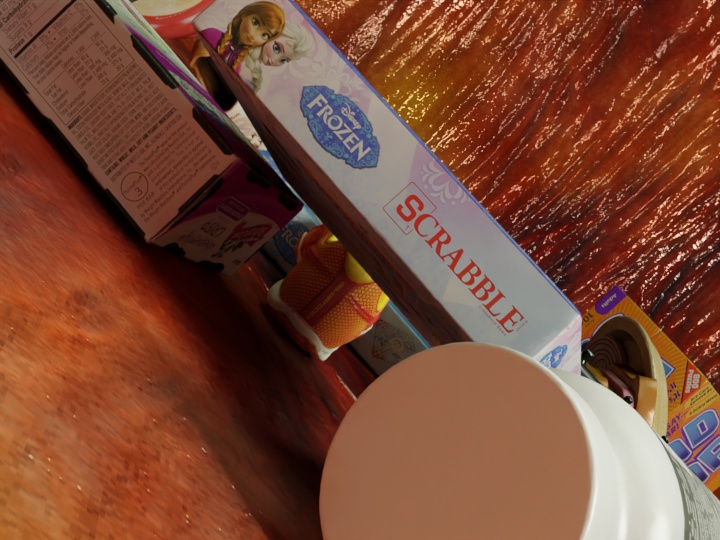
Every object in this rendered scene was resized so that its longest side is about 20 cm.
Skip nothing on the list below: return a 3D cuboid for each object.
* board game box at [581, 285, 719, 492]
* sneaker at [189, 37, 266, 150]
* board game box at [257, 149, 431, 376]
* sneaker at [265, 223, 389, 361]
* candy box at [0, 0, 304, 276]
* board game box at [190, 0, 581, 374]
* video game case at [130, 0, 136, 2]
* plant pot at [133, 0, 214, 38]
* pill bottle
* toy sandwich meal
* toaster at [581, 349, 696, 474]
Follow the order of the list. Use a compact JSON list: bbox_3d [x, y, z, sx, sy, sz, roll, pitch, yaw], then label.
[{"bbox_3d":[0.343,0.188,1.845,0.200,0.200,0.200,43,7,-45],"label":"board game box"},{"bbox_3d":[-0.106,-0.147,1.437,0.201,0.072,0.085,53,33,-20],"label":"sneaker"},{"bbox_3d":[-0.017,-0.003,1.068,0.199,0.043,0.200,49,5,-2],"label":"board game box"},{"bbox_3d":[0.000,0.000,0.873,0.073,0.077,0.200,48,11,-8],"label":"sneaker"},{"bbox_3d":[-0.124,-0.095,0.720,0.200,0.061,0.136,50,4,12],"label":"candy box"},{"bbox_3d":[0.020,-0.017,0.659,0.200,0.041,0.200,49,-4,16],"label":"board game box"},{"bbox_3d":[-0.176,-0.274,1.037,0.200,0.180,0.036,51,-18,32],"label":"video game case"},{"bbox_3d":[-0.159,-0.292,1.207,0.201,0.200,0.183,47,7,-10],"label":"plant pot"},{"bbox_3d":[0.071,0.103,0.531,0.116,0.116,0.200,50,5,34],"label":"pill bottle"},{"bbox_3d":[0.159,0.123,1.059,0.070,0.207,0.205,13,13,-11],"label":"toy sandwich meal"},{"bbox_3d":[0.156,0.165,0.793,0.200,0.119,0.181,51,6,38],"label":"toaster"}]
